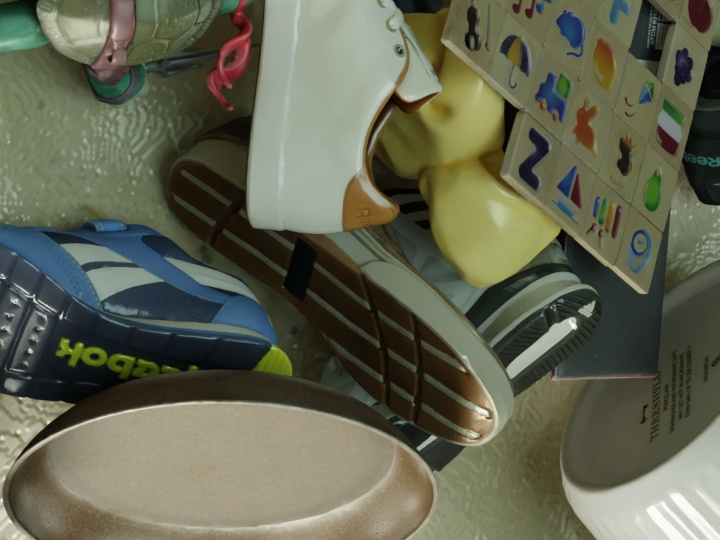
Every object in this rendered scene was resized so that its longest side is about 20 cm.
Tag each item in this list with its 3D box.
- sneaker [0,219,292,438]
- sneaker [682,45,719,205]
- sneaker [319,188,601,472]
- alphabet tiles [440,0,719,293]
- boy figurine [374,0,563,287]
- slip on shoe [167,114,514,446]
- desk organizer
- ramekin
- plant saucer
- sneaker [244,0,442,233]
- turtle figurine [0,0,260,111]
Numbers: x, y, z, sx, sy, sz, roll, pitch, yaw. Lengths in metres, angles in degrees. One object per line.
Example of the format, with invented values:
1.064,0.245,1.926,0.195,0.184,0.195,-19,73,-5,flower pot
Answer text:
-0.130,0.015,1.257,0.200,0.082,0.074,21,121,-21,sneaker
0.249,-0.103,1.483,0.200,0.075,0.079,-26,128,-22,sneaker
0.015,0.035,1.356,0.200,0.115,0.076,-38,150,12,sneaker
0.105,-0.105,1.285,0.200,0.008,0.167,36,63,-46,alphabet tiles
0.037,-0.092,1.285,0.064,0.124,0.200,-20,81,-32,boy figurine
0.000,0.000,1.288,0.061,0.200,0.076,-41,162,-39,slip on shoe
0.108,-0.049,1.387,0.072,0.077,0.200,0,97,-37,desk organizer
0.191,0.079,1.401,0.094,0.202,0.202,42,76,-19,ramekin
-0.065,0.094,1.259,0.200,0.200,0.032,20,53,-34,plant saucer
-0.002,-0.116,1.237,0.085,0.073,0.200,5,91,6,sneaker
-0.119,-0.133,1.209,0.200,0.101,0.150,-5,112,-23,turtle figurine
